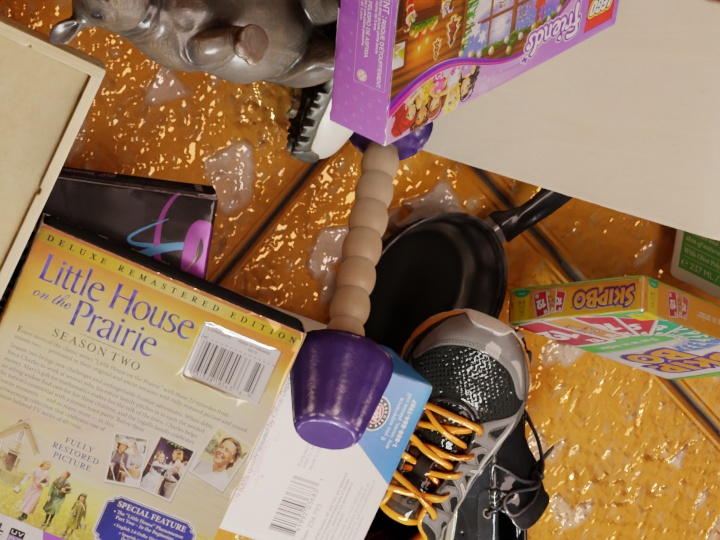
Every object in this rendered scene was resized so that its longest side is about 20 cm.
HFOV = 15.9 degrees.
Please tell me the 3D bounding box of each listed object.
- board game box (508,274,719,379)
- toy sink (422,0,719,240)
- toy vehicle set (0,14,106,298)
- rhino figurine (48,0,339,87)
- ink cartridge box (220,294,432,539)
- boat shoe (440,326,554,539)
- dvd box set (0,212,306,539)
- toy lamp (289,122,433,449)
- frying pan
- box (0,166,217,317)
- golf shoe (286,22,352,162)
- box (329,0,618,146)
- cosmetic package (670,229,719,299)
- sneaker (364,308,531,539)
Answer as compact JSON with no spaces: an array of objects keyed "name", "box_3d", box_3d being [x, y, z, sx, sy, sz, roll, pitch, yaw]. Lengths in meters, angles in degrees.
[{"name":"board game box","box_3d":[0.184,0.038,1.560,0.199,0.095,0.030,15,73,-50]},{"name":"toy sink","box_3d":[0.143,-0.116,1.440,0.112,0.199,0.131,-30,133,-58]},{"name":"toy vehicle set","box_3d":[-0.222,-0.035,1.252,0.124,0.027,0.201,24,98,-16]},{"name":"rhino figurine","box_3d":[-0.078,-0.125,1.257,0.199,0.087,0.060,6,88,-39]},{"name":"ink cartridge box","box_3d":[-0.076,0.074,1.404,0.199,0.067,0.117,21,99,-26]},{"name":"boat shoe","box_3d":[0.085,0.126,1.554,0.075,0.062,0.201,-41,144,-57]},{"name":"dvd box set","box_3d":[-0.132,0.090,1.293,0.145,0.029,0.201,22,100,-11]},{"name":"toy lamp","box_3d":[0.000,0.000,1.373,0.058,0.058,0.201,41,50,-42]},{"name":"frying pan","box_3d":[0.057,-0.015,1.494,0.115,0.031,0.191,30,92,-45]},{"name":"box","box_3d":[-0.156,0.046,1.314,0.142,0.036,0.202,8,103,-9]},{"name":"golf shoe","box_3d":[0.031,-0.134,1.363,0.088,0.077,0.201,29,102,-15]},{"name":"box","box_3d":[0.065,-0.159,1.272,0.200,0.039,0.138,-30,136,-43]},{"name":"cosmetic package","box_3d":[0.265,-0.078,1.561,0.084,0.107,0.202,-17,122,-40]},{"name":"sneaker","box_3d":[0.039,0.107,1.470,0.078,0.077,0.201,24,125,1]}]
